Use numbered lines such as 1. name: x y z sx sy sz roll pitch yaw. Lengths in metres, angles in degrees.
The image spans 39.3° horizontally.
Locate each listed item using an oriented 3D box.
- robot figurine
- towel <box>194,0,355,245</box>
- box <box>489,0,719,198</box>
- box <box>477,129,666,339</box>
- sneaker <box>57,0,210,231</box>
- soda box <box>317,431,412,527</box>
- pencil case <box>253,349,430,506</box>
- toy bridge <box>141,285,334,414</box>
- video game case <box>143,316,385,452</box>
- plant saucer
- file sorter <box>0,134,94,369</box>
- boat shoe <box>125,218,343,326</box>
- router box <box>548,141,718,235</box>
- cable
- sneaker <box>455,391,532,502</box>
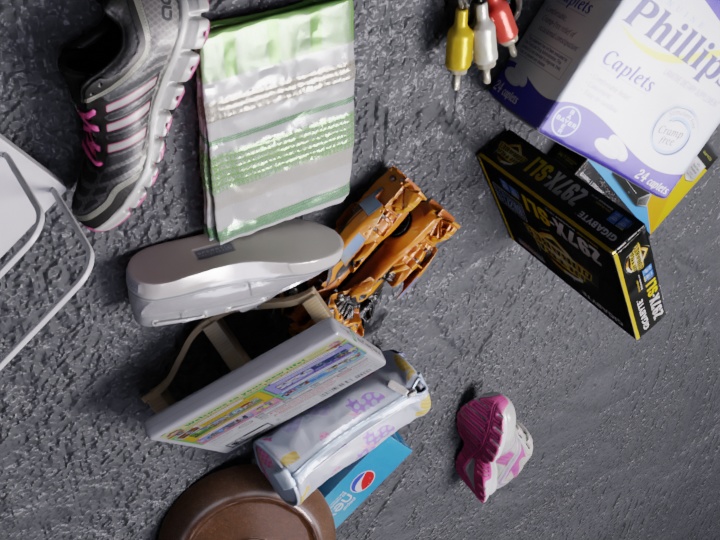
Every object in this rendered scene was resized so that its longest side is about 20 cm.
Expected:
1. robot figurine: 0.000 0.000 0.995 0.200 0.058 0.145 -50 139 6
2. towel: -0.071 -0.128 0.855 0.149 0.031 0.200 -22 134 -28
3. box: 0.262 -0.201 0.966 0.184 0.105 0.200 22 108 -30
4. box: 0.217 -0.038 1.034 0.049 0.200 0.160 -39 141 -8
5. sneaker: -0.184 -0.122 0.729 0.087 0.074 0.200 9 119 -37
6. soda box: -0.039 0.251 1.178 0.200 0.064 0.068 -45 140 3
7. pencil case: -0.018 0.169 1.089 0.200 0.091 0.083 -32 114 -23
8. toy bridge: -0.125 0.071 0.951 0.200 0.027 0.067 -32 101 8
9. video game case: -0.085 0.116 0.976 0.200 0.022 0.182 -29 161 7
10. plant saucer: -0.122 0.312 1.113 0.200 0.034 0.201 -4 108 -13
11. file sorter: -0.296 -0.037 0.652 0.139 0.125 0.200 -46 134 2
12. boat shoe: -0.110 0.007 0.902 0.200 0.072 0.069 -18 138 -29
13. router box: 0.310 -0.125 1.149 0.149 0.051 0.200 -51 138 9
14. cable: 0.100 -0.253 0.864 0.097 0.050 0.200 -33 141 -14
15. sneaker: 0.182 0.220 1.332 0.088 0.081 0.200 -26 146 -22
